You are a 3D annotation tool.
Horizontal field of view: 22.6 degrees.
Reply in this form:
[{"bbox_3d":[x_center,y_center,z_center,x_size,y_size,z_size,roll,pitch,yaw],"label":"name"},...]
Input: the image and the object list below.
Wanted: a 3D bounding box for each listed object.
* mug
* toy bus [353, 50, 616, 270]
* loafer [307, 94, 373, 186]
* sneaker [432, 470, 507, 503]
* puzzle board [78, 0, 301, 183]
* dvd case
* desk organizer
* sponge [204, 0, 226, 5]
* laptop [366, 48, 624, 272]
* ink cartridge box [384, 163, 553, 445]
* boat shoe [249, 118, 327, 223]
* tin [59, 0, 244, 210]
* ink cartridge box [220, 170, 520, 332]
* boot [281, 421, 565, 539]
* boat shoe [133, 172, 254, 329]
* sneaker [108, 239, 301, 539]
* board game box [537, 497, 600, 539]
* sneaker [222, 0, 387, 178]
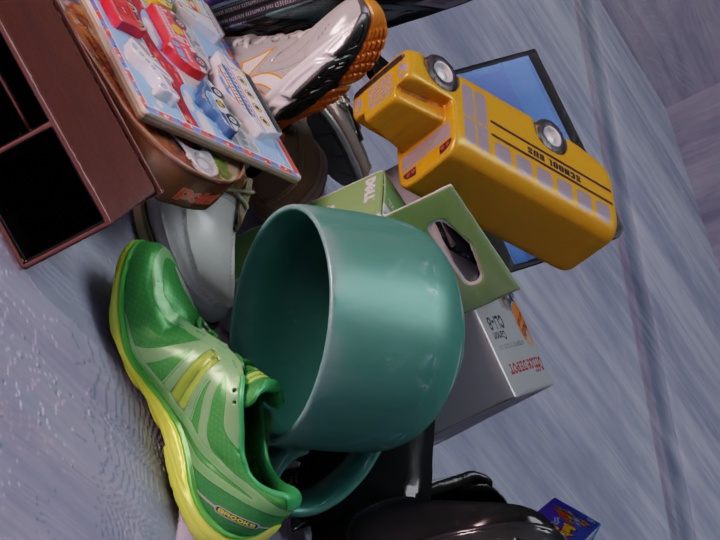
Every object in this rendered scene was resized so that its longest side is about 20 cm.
[{"bbox_3d":[-0.009,0.051,1.161,0.114,0.185,0.153,7,44,-27],"label":"mug"},{"bbox_3d":[0.089,-0.077,1.274,0.199,0.065,0.079,26,46,-32],"label":"toy bus"},{"bbox_3d":[-0.042,-0.161,1.541,0.063,0.072,0.200,-49,119,-22],"label":"loafer"},{"bbox_3d":[0.069,0.212,1.308,0.201,0.115,0.076,45,26,-52],"label":"sneaker"},{"bbox_3d":[-0.125,-0.151,1.203,0.150,0.017,0.200,20,33,-48],"label":"puzzle board"},{"bbox_3d":[-0.031,-0.192,1.339,0.146,0.199,0.022,-4,86,-49],"label":"dvd case"},{"bbox_3d":[-0.202,-0.109,1.038,0.201,0.071,0.077,62,20,-9],"label":"desk organizer"},{"bbox_3d":[-0.145,-0.272,1.487,0.112,0.030,0.200,63,18,-6],"label":"sponge"},{"bbox_3d":[0.101,-0.097,1.364,0.178,0.103,0.200,66,13,17],"label":"laptop"},{"bbox_3d":[0.038,0.035,1.408,0.201,0.144,0.145,66,17,7],"label":"ink cartridge box"},{"bbox_3d":[-0.077,-0.109,1.408,0.069,0.074,0.200,49,14,-34],"label":"boat shoe"},{"bbox_3d":[-0.150,-0.120,1.171,0.112,0.042,0.200,4,45,-54],"label":"tin"},{"bbox_3d":[0.000,0.000,1.256,0.104,0.199,0.059,55,22,-29],"label":"ink cartridge box"},{"bbox_3d":[0.037,0.146,1.193,0.073,0.197,0.163,52,28,-42],"label":"boot"},{"bbox_3d":[-0.112,-0.057,1.229,0.075,0.068,0.201,36,34,-56],"label":"boat shoe"},{"bbox_3d":[-0.090,0.070,1.098,0.201,0.083,0.074,67,18,8],"label":"sneaker"},{"bbox_3d":[0.115,0.256,1.358,0.045,0.135,0.200,29,12,14],"label":"board game box"},{"bbox_3d":[-0.068,-0.145,1.290,0.076,0.200,0.092,-14,69,-57],"label":"sneaker"}]
